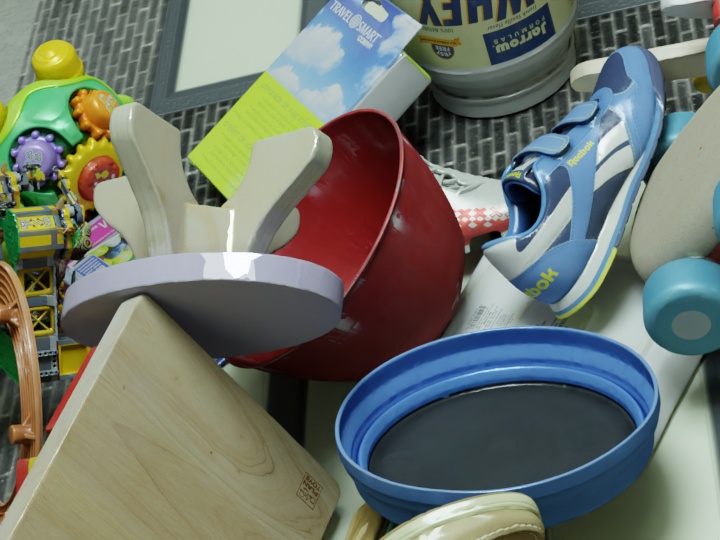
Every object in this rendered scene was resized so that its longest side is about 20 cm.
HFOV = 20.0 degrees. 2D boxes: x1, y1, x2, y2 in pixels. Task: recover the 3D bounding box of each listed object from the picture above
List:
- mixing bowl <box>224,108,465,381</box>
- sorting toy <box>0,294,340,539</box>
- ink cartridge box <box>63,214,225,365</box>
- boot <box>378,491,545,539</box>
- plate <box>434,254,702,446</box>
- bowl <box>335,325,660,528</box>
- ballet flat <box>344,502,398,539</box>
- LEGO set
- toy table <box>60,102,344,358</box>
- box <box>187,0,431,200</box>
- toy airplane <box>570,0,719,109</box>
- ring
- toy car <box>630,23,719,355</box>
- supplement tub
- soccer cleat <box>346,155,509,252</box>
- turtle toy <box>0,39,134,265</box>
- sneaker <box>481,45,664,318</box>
[{"bbox_3d":[0.000,0.000,1.411,0.200,0.108,0.200,-38,35,33],"label":"mixing bowl"},{"bbox_3d":[-0.129,0.156,1.252,0.070,0.200,0.199,-16,38,41],"label":"sorting toy"},{"bbox_3d":[-0.146,0.005,1.557,0.119,0.042,0.200,-38,43,-19],"label":"ink cartridge box"},{"bbox_3d":[0.037,0.220,1.100,0.200,0.072,0.155,-29,49,-5],"label":"boot"},{"bbox_3d":[0.132,0.048,1.384,0.200,0.032,0.200,9,48,33],"label":"plate"},{"bbox_3d":[0.085,0.098,1.253,0.200,0.039,0.201,-9,25,4],"label":"bowl"},{"bbox_3d":[-0.001,0.213,1.242,0.063,0.069,0.200,-26,25,42],"label":"ballet flat"},{"bbox_3d":[-0.210,-0.001,1.460,0.116,0.154,0.200,-7,7,-25],"label":"LEGO set"},{"bbox_3d":[-0.098,-0.019,1.310,0.200,0.184,0.117,-6,66,22],"label":"toy table"},{"bbox_3d":[-0.034,-0.127,1.599,0.200,0.048,0.122,-48,41,2],"label":"box"},{"bbox_3d":[0.279,-0.148,1.450,0.199,0.141,0.200,-8,3,-29],"label":"toy airplane"},{"bbox_3d":[-0.251,0.094,1.386,0.019,0.201,0.200,-1,31,-25],"label":"ring"},{"bbox_3d":[0.295,-0.033,1.324,0.200,0.177,0.185,21,41,-11],"label":"toy car"},{"bbox_3d":[0.089,-0.235,1.599,0.145,0.200,0.145,-13,39,11],"label":"supplement tub"},{"bbox_3d":[0.036,-0.058,1.499,0.200,0.085,0.069,-4,17,24],"label":"soccer cleat"},{"bbox_3d":[-0.251,-0.076,1.620,0.200,0.146,0.101,-41,50,-22],"label":"turtle toy"},{"bbox_3d":[0.145,-0.071,1.372,0.082,0.074,0.200,25,70,-10],"label":"sneaker"}]
